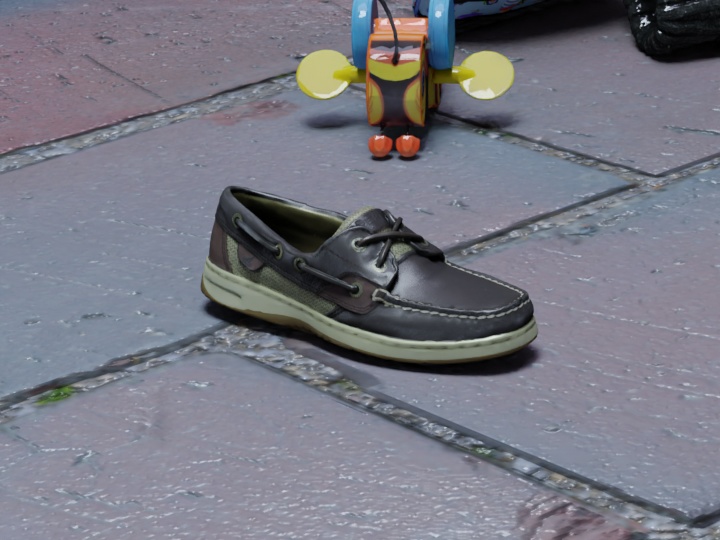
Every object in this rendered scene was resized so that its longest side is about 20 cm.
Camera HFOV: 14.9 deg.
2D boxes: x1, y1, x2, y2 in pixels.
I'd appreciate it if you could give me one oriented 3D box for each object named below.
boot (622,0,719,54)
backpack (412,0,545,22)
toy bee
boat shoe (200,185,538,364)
[{"bbox_3d":[0.255,-0.215,1.935,0.156,0.080,0.211,-5,21,-6],"label":"boot"},{"bbox_3d":[0.109,-0.262,1.936,0.199,0.135,0.183,-22,-17,-29],"label":"backpack"},{"bbox_3d":[0.018,-0.122,1.718,0.130,0.110,0.200,0,-6,28],"label":"toy bee"},{"bbox_3d":[0.000,0.000,1.414,0.199,0.065,0.073,11,23,30],"label":"boat shoe"}]
